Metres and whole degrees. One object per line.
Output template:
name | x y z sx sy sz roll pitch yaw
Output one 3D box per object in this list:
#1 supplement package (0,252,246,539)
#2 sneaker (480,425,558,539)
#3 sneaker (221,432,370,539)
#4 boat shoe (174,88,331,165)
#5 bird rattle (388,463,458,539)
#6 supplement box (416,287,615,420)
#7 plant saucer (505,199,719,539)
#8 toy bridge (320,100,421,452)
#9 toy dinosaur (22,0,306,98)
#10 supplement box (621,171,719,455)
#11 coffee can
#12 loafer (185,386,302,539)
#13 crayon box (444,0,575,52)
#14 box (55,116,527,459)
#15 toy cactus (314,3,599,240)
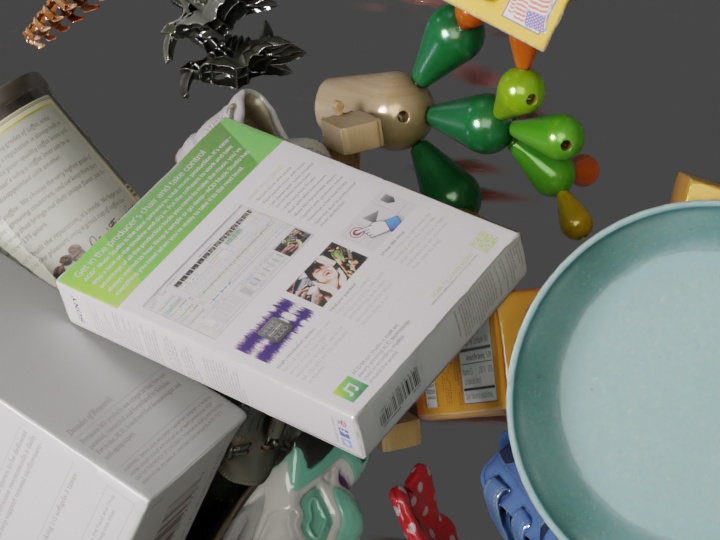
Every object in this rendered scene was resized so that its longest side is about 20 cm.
supplement package | -0.183 0.085 1.370 0.199 0.117 0.117 33 120 10
sneaker | 0.109 0.139 1.454 0.082 0.200 0.074 -12 115 15
sneaker | -0.059 0.164 1.502 0.077 0.140 0.201 24 63 -30
boat shoe | -0.045 -0.043 1.456 0.071 0.200 0.069 23 107 -36
bird rattle | 0.086 0.199 1.476 0.112 0.163 0.201 -36 99 -11
supplement box | 0.081 0.046 1.433 0.066 0.200 0.069 -5 89 -13
plant saucer | 0.172 0.064 1.312 0.199 0.036 0.201 0 95 4
toy bridge | 0.000 0.000 1.508 0.027 0.067 0.201 -14 108 -20
toy dinosaur | -0.094 -0.177 1.513 0.200 0.102 0.136 -36 64 20
supplement box | 0.252 0.038 1.422 0.199 0.197 0.134 16 94 4
coffee can | -0.174 0.011 1.491 0.146 0.146 0.200 -41 88 7
loafer | -0.069 0.106 1.431 0.200 0.072 0.063 -52 53 33
crayon box | 0.089 -0.232 1.394 0.125 0.052 0.201 28 95 4
box | -0.036 0.004 1.344 0.199 0.036 0.144 24 55 31
toy cactus | 0.056 -0.093 1.495 0.164 0.102 0.201 8 115 28
